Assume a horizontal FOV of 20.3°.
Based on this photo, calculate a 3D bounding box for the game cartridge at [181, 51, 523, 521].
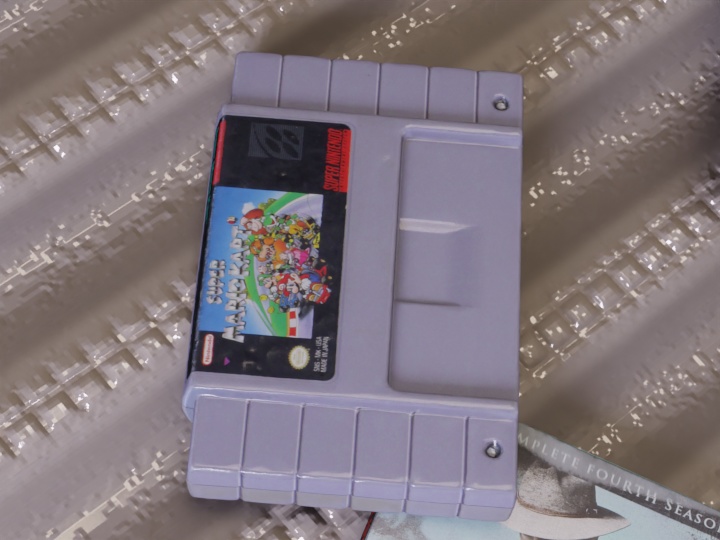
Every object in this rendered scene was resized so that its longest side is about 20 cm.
[{"bbox_3d":[0.000,0.000,0.801,0.129,0.038,0.201,7,57,-4],"label":"game cartridge"}]

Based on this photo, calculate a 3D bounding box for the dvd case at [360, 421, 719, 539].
[{"bbox_3d":[0.055,0.154,0.747,0.145,0.022,0.201,24,57,1],"label":"dvd case"}]
